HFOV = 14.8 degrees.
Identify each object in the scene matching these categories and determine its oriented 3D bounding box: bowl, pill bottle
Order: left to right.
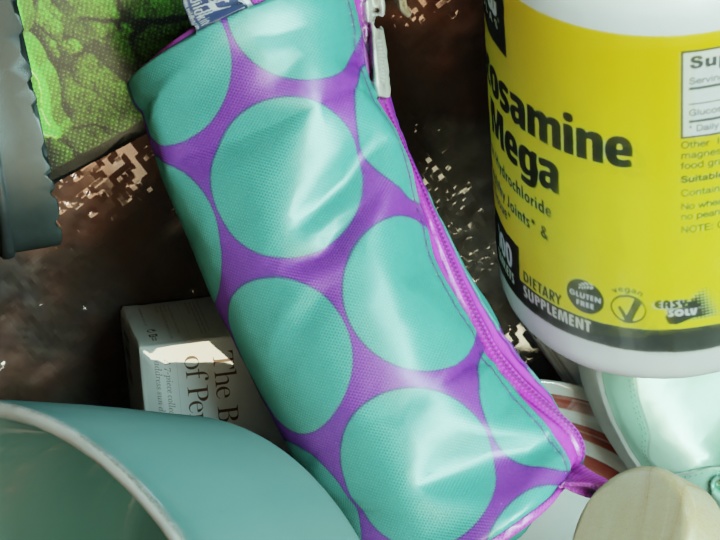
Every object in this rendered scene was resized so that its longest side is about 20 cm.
[{"bbox_3d":[-0.065,0.126,0.875,0.105,0.200,0.202,-18,116,-46],"label":"bowl"},{"bbox_3d":[0.094,-0.074,0.870,0.112,0.113,0.201,-12,129,-8],"label":"pill bottle"}]

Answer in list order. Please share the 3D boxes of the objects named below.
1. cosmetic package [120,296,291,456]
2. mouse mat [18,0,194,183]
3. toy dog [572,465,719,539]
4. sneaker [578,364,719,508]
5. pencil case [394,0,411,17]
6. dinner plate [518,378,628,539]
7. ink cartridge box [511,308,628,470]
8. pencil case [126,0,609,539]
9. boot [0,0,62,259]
[{"bbox_3d":[-0.034,0.110,0.988,0.082,0.051,0.201,-8,108,-12],"label":"cosmetic package"},{"bbox_3d":[-0.142,-0.116,0.917,0.160,0.008,0.201,-29,110,-2],"label":"mouse mat"},{"bbox_3d":[0.081,0.162,0.873,0.131,0.096,0.201,8,119,-28],"label":"toy dog"},{"bbox_3d":[0.165,0.073,0.919,0.200,0.118,0.074,43,76,-8],"label":"sneaker"},{"bbox_3d":[0.065,-0.175,0.905,0.200,0.078,0.090,-35,122,1],"label":"pencil case"},{"bbox_3d":[0.050,0.136,0.969,0.199,0.024,0.201,-1,96,-12],"label":"dinner plate"},{"bbox_3d":[0.168,0.003,0.995,0.200,0.042,0.120,-34,100,2],"label":"ink cartridge box"},{"bbox_3d":[0.000,0.000,0.901,0.092,0.085,0.201,-26,88,19],"label":"pencil case"},{"bbox_3d":[-0.188,-0.074,0.865,0.162,0.073,0.199,-12,101,-11],"label":"boot"}]
